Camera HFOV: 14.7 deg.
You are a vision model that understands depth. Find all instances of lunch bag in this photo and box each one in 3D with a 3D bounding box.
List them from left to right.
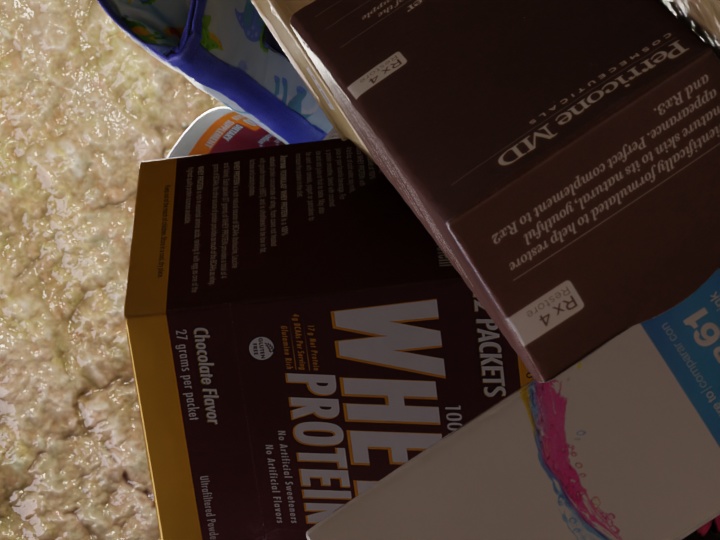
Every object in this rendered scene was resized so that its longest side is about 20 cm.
[{"bbox_3d":[-0.085,-0.179,1.709,0.170,0.127,0.200,29,-141,-52],"label":"lunch bag"}]

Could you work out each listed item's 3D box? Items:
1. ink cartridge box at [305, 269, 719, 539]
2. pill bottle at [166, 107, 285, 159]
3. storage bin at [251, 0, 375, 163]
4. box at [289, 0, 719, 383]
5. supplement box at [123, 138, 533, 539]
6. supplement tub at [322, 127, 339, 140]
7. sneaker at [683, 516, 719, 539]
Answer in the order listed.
[{"bbox_3d":[0.082,0.085,1.114,0.085,0.200,0.145,56,179,5],"label":"ink cartridge box"},{"bbox_3d":[-0.027,-0.015,1.758,0.200,0.113,0.113,26,170,15],"label":"pill bottle"},{"bbox_3d":[-0.004,-0.143,1.281,0.199,0.094,0.200,56,179,-6],"label":"storage bin"},{"bbox_3d":[0.055,-0.053,0.932,0.075,0.100,0.200,57,179,-30],"label":"box"},{"bbox_3d":[-0.005,0.030,1.379,0.197,0.199,0.133,-95,-2,-66],"label":"supplement box"},{"bbox_3d":[0.000,0.000,1.602,0.132,0.200,0.132,33,157,16],"label":"supplement tub"},{"bbox_3d":[0.177,0.132,1.369,0.200,0.087,0.074,51,-157,-28],"label":"sneaker"}]
